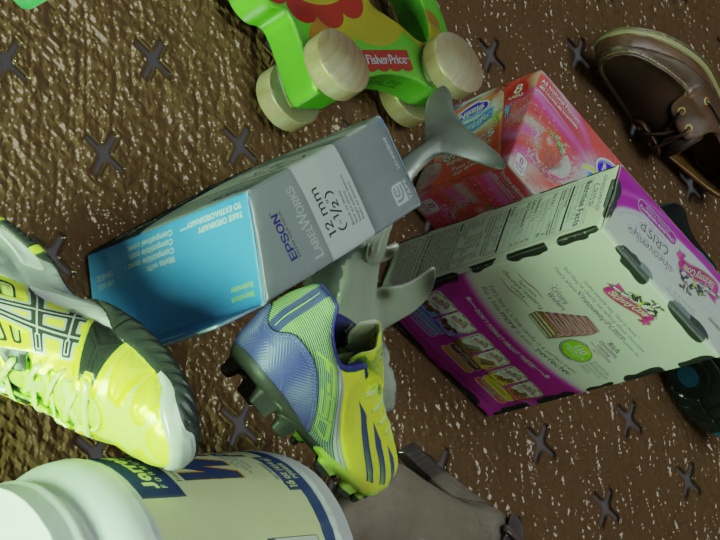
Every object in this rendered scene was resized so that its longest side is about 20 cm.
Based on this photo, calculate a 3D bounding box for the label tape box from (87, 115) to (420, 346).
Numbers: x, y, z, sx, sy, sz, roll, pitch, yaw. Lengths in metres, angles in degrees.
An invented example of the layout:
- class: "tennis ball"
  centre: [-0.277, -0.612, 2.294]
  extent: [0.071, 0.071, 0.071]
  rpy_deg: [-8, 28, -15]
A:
- class: "label tape box"
  centre: [-0.080, -0.014, 1.128]
  extent: [0.200, 0.143, 0.066]
  rpy_deg: [-30, 99, -48]

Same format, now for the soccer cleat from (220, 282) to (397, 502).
- class: "soccer cleat"
  centre: [-0.008, 0.071, 1.097]
  extent: [0.065, 0.084, 0.200]
  rpy_deg: [45, -4, 31]

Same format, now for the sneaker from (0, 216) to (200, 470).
- class: "sneaker"
  centre: [-0.164, 0.050, 1.015]
  extent: [0.076, 0.200, 0.076]
  rpy_deg: [-32, 142, -36]

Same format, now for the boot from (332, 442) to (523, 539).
- class: "boot"
  centre: [0.045, 0.188, 1.221]
  extent: [0.146, 0.070, 0.200]
  rpy_deg: [51, 31, 8]

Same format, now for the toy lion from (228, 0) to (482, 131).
- class: "toy lion"
  centre: [-0.023, -0.196, 1.328]
  extent: [0.200, 0.069, 0.192]
  rpy_deg: [-6, 73, -49]

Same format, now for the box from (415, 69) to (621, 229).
- class: "box"
  centre: [0.143, -0.034, 1.417]
  extent: [0.200, 0.094, 0.103]
  rpy_deg: [46, 46, -26]

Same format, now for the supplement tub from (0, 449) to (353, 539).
- class: "supplement tub"
  centre: [-0.114, 0.170, 1.024]
  extent: [0.200, 0.145, 0.146]
  rpy_deg: [3, 74, -47]

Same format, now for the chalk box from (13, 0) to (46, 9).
- class: "chalk box"
  centre: [-0.228, -0.230, 1.060]
  extent: [0.200, 0.125, 0.124]
  rpy_deg: [58, 43, -14]

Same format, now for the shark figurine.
- class: "shark figurine"
  centre: [-0.004, -0.018, 1.246]
  extent: [0.128, 0.089, 0.215]
  rpy_deg: [8, 107, -42]

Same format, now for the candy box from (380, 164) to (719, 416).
- class: "candy box"
  centre: [0.129, 0.018, 1.303]
  extent: [0.136, 0.200, 0.061]
  rpy_deg: [45, 48, -28]

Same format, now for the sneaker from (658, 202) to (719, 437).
- class: "sneaker"
  centre: [0.274, 0.038, 1.552]
  extent: [0.082, 0.073, 0.201]
  rpy_deg: [-38, 105, -48]

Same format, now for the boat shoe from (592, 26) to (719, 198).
- class: "boat shoe"
  centre: [0.262, -0.129, 1.600]
  extent: [0.200, 0.072, 0.068]
  rpy_deg: [36, 50, -37]
